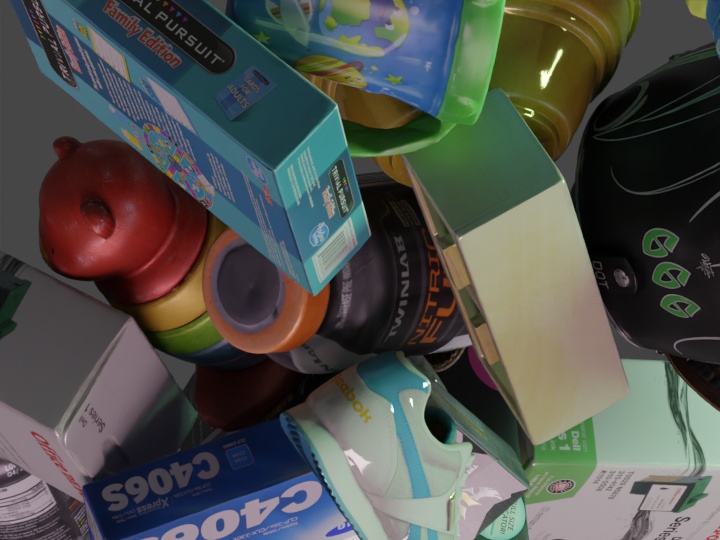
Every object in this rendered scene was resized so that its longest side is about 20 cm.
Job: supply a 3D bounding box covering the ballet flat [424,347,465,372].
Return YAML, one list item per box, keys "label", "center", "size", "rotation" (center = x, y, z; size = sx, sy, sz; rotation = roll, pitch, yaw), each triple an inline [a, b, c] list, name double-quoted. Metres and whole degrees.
- label: "ballet flat"
  center: [0.072, 0.000, 1.768]
  size: [0.067, 0.063, 0.200]
  rotation: [1, 151, -15]

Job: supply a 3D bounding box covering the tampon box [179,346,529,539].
- label: "tampon box"
  center: [-0.007, 0.130, 1.901]
  size: [0.199, 0.151, 0.126]
  rotation: [4, 154, -18]

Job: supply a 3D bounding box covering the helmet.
- label: "helmet"
  center: [0.231, -0.041, 1.569]
  size: [0.190, 0.201, 0.200]
  rotation: [-10, 154, 30]

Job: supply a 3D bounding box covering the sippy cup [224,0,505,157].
- label: "sippy cup"
  center: [0.002, -0.146, 1.415]
  size: [0.129, 0.179, 0.140]
  rotation: [8, 180, -3]

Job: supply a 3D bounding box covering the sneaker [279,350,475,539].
- label: "sneaker"
  center: [0.028, 0.121, 1.597]
  size: [0.081, 0.077, 0.200]
  rotation: [-35, 143, -5]

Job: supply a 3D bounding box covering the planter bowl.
- label: "planter bowl"
  center: [0.057, -0.096, 1.559]
  size: [0.199, 0.084, 0.201]
  rotation: [-4, 153, -2]

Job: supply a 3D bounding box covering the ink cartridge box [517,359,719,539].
- label: "ink cartridge box"
  center: [0.182, 0.127, 1.992]
  size: [0.199, 0.085, 0.146]
  rotation: [3, 152, -17]

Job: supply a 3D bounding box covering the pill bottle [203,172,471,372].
- label: "pill bottle"
  center: [0.000, 0.000, 1.620]
  size: [0.106, 0.107, 0.199]
  rotation: [-28, 169, 36]

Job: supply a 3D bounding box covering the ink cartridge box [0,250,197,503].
- label: "ink cartridge box"
  center: [-0.207, 0.050, 1.672]
  size: [0.199, 0.085, 0.146]
  rotation: [25, 163, 23]

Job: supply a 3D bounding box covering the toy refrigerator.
- label: "toy refrigerator"
  center: [0.080, 0.003, 1.537]
  size: [0.070, 0.076, 0.200]
  rotation: [-28, 143, -5]

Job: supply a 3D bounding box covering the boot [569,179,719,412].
- label: "boot"
  center: [0.204, 0.025, 1.724]
  size: [0.075, 0.200, 0.097]
  rotation: [-37, 155, 3]

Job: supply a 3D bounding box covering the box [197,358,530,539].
- label: "box"
  center: [-0.022, 0.142, 1.763]
  size: [0.200, 0.048, 0.158]
  rotation: [-42, 120, 12]

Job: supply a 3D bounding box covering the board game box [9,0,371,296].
- label: "board game box"
  center: [-0.088, -0.091, 1.428]
  size: [0.047, 0.200, 0.151]
  rotation: [-46, 160, -13]

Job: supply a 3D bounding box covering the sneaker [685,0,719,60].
- label: "sneaker"
  center: [0.266, -0.138, 1.493]
  size: [0.199, 0.106, 0.076]
  rotation: [-9, 143, 5]

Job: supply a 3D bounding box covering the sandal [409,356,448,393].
- label: "sandal"
  center: [0.003, 0.064, 1.805]
  size: [0.082, 0.050, 0.204]
  rotation: [-25, 108, -2]

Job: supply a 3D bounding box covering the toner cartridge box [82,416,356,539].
- label: "toner cartridge box"
  center: [-0.055, 0.129, 1.657]
  size: [0.199, 0.043, 0.095]
  rotation: [-19, 150, -11]

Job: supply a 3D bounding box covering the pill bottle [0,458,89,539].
- label: "pill bottle"
  center: [-0.230, 0.106, 1.860]
  size: [0.105, 0.107, 0.200]
  rotation: [-7, 152, 2]

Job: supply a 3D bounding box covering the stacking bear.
- label: "stacking bear"
  center: [-0.110, -0.009, 1.665]
  size: [0.113, 0.122, 0.200]
  rotation: [-33, 143, 18]
